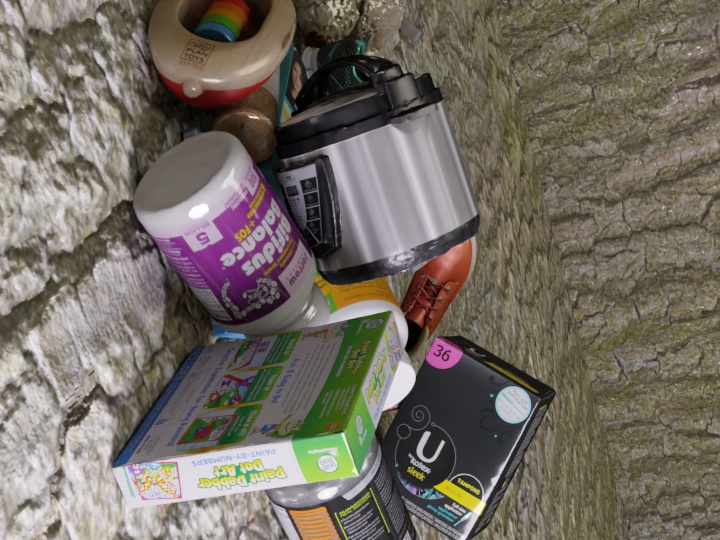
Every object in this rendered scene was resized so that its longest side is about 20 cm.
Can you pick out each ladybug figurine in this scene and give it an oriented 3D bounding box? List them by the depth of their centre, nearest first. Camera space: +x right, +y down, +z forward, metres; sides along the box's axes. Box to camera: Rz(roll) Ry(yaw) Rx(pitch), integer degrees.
[{"bbox_3d":[-0.134,-0.219,1.171,0.201,0.134,0.073,-67,173,-46],"label":"ladybug figurine"}]

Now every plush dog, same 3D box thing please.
[{"bbox_3d":[-0.024,-0.348,1.590,0.171,0.159,0.203,-20,96,-46],"label":"plush dog"}]

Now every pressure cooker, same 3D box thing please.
[{"bbox_3d":[0.009,-0.105,1.166,0.179,0.174,0.203,-52,125,-72],"label":"pressure cooker"}]

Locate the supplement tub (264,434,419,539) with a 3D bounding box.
[{"bbox_3d":[-0.022,0.227,1.204,0.123,0.121,0.202,-74,148,-56],"label":"supplement tub"}]

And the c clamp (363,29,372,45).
[{"bbox_3d":[0.030,-0.180,1.564,0.202,0.027,0.171,60,-24,9],"label":"c clamp"}]

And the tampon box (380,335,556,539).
[{"bbox_3d":[0.123,0.202,1.487,0.202,0.149,0.126,-64,163,7],"label":"tampon box"}]

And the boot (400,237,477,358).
[{"bbox_3d":[0.098,0.029,1.646,0.107,0.074,0.202,-51,165,-68],"label":"boot"}]

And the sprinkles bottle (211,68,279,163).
[{"bbox_3d":[-0.115,-0.196,1.254,0.202,0.067,0.069,-93,161,-46],"label":"sprinkles bottle"}]

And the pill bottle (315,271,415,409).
[{"bbox_3d":[-0.016,0.046,1.265,0.111,0.110,0.201,54,8,-52],"label":"pill bottle"}]

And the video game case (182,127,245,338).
[{"bbox_3d":[-0.127,-0.033,1.224,0.143,0.018,0.203,14,65,-71],"label":"video game case"}]

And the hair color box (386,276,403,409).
[{"bbox_3d":[0.009,0.074,1.504,0.101,0.060,0.203,16,64,-71],"label":"hair color box"}]

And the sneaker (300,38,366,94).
[{"bbox_3d":[0.003,-0.195,1.501,0.202,0.090,0.078,62,23,-17],"label":"sneaker"}]

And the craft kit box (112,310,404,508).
[{"bbox_3d":[-0.076,0.109,0.994,0.200,0.195,0.049,-63,136,-62],"label":"craft kit box"}]

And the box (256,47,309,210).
[{"bbox_3d":[-0.087,-0.141,1.302,0.083,0.048,0.202,61,26,-43],"label":"box"}]

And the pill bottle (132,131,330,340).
[{"bbox_3d":[-0.107,-0.016,1.092,0.201,0.111,0.113,57,27,-35],"label":"pill bottle"}]

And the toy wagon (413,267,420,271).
[{"bbox_3d":[0.023,-0.090,1.603,0.201,0.039,0.156,55,6,-23],"label":"toy wagon"}]
